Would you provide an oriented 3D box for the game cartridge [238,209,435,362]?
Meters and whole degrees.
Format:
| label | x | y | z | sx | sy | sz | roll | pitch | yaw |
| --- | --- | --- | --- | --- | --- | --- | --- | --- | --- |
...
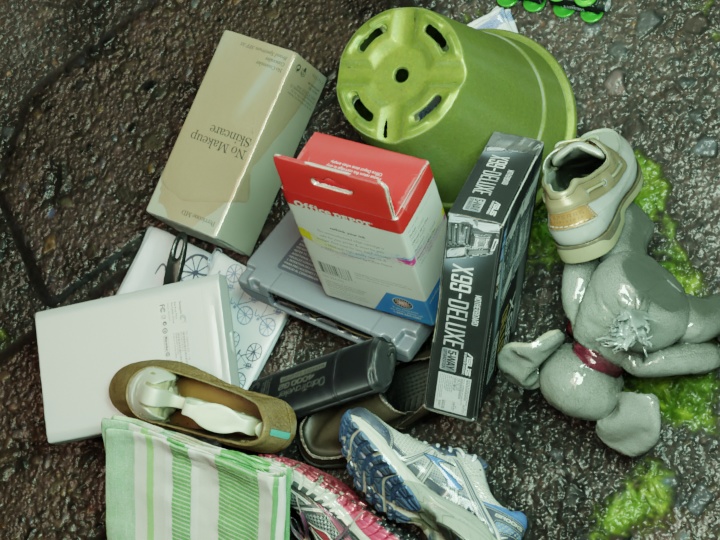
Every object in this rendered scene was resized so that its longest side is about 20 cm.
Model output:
| label | x | y | z | sx | sy | sz | roll | pitch | yaw |
| --- | --- | --- | --- | --- | --- | --- | --- | --- | --- |
| game cartridge | 0.000 | 0.000 | 1.698 | 0.200 | 0.041 | 0.133 | 23 | 64 | 29 |

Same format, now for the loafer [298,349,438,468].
| label | x | y | z | sx | sy | sz | roll | pitch | yaw |
| --- | --- | --- | --- | --- | --- | --- | --- | --- | --- |
| loafer | 0.022 | 0.117 | 1.664 | 0.200 | 0.071 | 0.073 | -30 | 66 | 13 |

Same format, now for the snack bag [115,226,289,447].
| label | x | y | z | sx | sy | sz | roll | pitch | yaw |
| --- | --- | --- | --- | --- | --- | --- | --- | --- | --- |
| snack bag | -0.179 | 0.064 | 1.796 | 0.200 | 0.021 | 0.189 | 27 | 88 | 27 |

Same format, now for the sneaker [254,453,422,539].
| label | x | y | z | sx | sy | sz | roll | pitch | yaw |
| --- | --- | --- | --- | --- | --- | --- | --- | --- | --- |
| sneaker | -0.030 | 0.235 | 1.651 | 0.200 | 0.081 | 0.075 | 34 | 93 | 27 |

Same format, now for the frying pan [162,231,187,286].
| label | x | y | z | sx | sy | sz | roll | pitch | yaw |
| --- | --- | --- | --- | --- | --- | --- | --- | --- | --- |
| frying pan | -0.209 | 0.066 | 1.776 | 0.115 | 0.031 | 0.190 | -12 | 73 | 18 |

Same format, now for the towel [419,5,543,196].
| label | x | y | z | sx | sy | sz | roll | pitch | yaw |
| --- | --- | --- | --- | --- | --- | --- | --- | --- | --- |
| towel | 0.112 | -0.140 | 1.723 | 0.147 | 0.024 | 0.200 | -27 | 67 | 16 |

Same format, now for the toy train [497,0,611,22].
| label | x | y | z | sx | sy | sz | roll | pitch | yaw |
| --- | --- | --- | --- | --- | --- | --- | --- | --- | --- |
| toy train | 0.153 | -0.283 | 1.736 | 0.200 | 0.042 | 0.056 | 15 | 71 | 26 |

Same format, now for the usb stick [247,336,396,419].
| label | x | y | z | sx | sy | sz | roll | pitch | yaw |
| --- | --- | --- | --- | --- | --- | --- | --- | --- | --- |
| usb stick | -0.040 | 0.107 | 1.670 | 0.200 | 0.033 | 0.056 | -22 | 53 | 46 |

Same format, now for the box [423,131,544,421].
| label | x | y | z | sx | sy | sz | roll | pitch | yaw |
| --- | --- | --- | --- | --- | --- | --- | --- | --- | --- |
| box | 0.107 | 0.004 | 1.551 | 0.050 | 0.158 | 0.200 | 13 | 122 | 13 |

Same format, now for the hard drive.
| label | x | y | z | sx | sy | sz | roll | pitch | yaw |
| --- | --- | --- | --- | --- | --- | --- | --- | --- | --- |
| hard drive | -0.217 | 0.087 | 1.748 | 0.200 | 0.027 | 0.132 | -12 | 77 | 17 |

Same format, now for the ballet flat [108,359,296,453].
| label | x | y | z | sx | sy | sz | roll | pitch | yaw |
| --- | --- | --- | --- | --- | --- | --- | --- | --- | --- |
| ballet flat | -0.157 | 0.125 | 1.667 | 0.200 | 0.072 | 0.068 | 17 | 92 | 21 |

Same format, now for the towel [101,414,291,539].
| label | x | y | z | sx | sy | sz | roll | pitch | yaw |
| --- | --- | --- | --- | --- | --- | --- | --- | --- | --- |
| towel | -0.154 | 0.223 | 1.679 | 0.200 | 0.023 | 0.153 | 14 | 118 | 24 |

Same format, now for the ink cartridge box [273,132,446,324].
| label | x | y | z | sx | sy | sz | roll | pitch | yaw |
| --- | --- | --- | --- | --- | --- | --- | --- | --- | --- |
| ink cartridge box | 0.008 | -0.047 | 1.568 | 0.116 | 0.200 | 0.067 | 16 | 60 | 26 |

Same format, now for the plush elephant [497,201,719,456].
| label | x | y | z | sx | sy | sz | roll | pitch | yaw |
| --- | --- | --- | --- | --- | --- | --- | --- | --- | --- |
| plush elephant | 0.216 | 0.065 | 1.553 | 0.165 | 0.200 | 0.155 | 42 | 123 | 6 |

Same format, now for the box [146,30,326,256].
| label | x | y | z | sx | sy | sz | roll | pitch | yaw |
| --- | --- | --- | --- | --- | --- | --- | --- | --- | --- |
| box | -0.122 | -0.125 | 1.791 | 0.095 | 0.078 | 0.200 | 19 | 84 | 26 |

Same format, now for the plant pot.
| label | x | y | z | sx | sy | sz | roll | pitch | yaw |
| --- | --- | --- | --- | --- | --- | --- | --- | --- | --- |
| plant pot | 0.070 | -0.150 | 1.626 | 0.200 | 0.190 | 0.200 | -5 | 77 | 25 |

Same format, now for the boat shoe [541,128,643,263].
| label | x | y | z | sx | sy | sz | roll | pitch | yaw |
| --- | --- | --- | --- | --- | --- | --- | --- | --- | --- |
| boat shoe | 0.201 | -0.084 | 1.576 | 0.075 | 0.200 | 0.068 | -16 | 114 | 19 |

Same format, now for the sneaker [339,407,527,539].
| label | x | y | z | sx | sy | sz | roll | pitch | yaw |
| --- | --- | --- | --- | --- | --- | --- | --- | --- | --- |
| sneaker | 0.066 | 0.190 | 1.617 | 0.200 | 0.077 | 0.085 | 43 | 56 | 10 |
